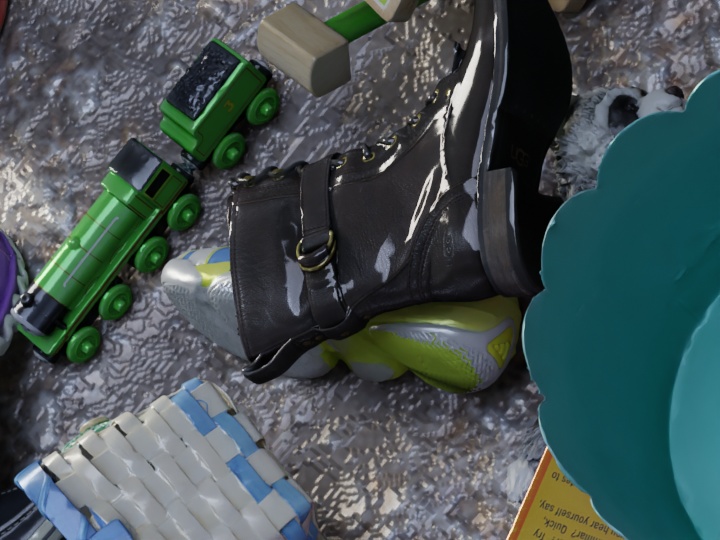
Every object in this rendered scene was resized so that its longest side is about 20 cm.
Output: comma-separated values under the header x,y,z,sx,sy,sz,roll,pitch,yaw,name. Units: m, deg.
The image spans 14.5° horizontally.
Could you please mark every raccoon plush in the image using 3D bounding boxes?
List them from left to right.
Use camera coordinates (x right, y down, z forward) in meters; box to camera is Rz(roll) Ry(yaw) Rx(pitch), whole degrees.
x,y,z,sx,sy,sz,roll,pitch,yaw,name
0.101,0.000,1.372,0.200,0.097,0.134,-46,50,3,raccoon plush

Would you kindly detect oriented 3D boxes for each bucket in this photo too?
x,y,z,sx,sy,sz,roll,pitch,yaw,name
0.174,0.033,1.055,0.207,0.135,0.208,-9,66,22,bucket

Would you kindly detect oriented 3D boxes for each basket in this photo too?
x,y,z,sx,sy,sz,roll,pitch,yaw,name
-0.117,0.157,1.364,0.139,0.176,0.200,43,77,13,basket

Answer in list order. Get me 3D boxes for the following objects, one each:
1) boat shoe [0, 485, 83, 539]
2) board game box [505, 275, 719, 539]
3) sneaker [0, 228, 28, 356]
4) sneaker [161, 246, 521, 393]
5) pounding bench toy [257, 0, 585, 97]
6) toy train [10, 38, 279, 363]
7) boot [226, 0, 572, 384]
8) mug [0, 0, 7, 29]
x,y,z,sx,sy,sz,roll,pitch,yaw,name
-0.228,0.148,1.474,0.200,0.062,0.075,-27,17,17,boat shoe
0.201,0.121,1.204,0.200,0.200,0.200,19,79,30,board game box
-0.234,0.026,1.498,0.080,0.089,0.200,-17,40,19,sneaker
0.000,0.000,1.439,0.200,0.076,0.105,13,59,27,sneaker
0.044,-0.184,1.447,0.124,0.156,0.200,47,125,32,pounding bench toy
-0.116,-0.036,1.509,0.042,0.056,0.200,36,88,32,toy train
0.010,-0.053,1.365,0.174,0.069,0.200,-12,60,29,boot
-0.317,-0.194,1.586,0.133,0.200,0.177,-49,58,2,mug
